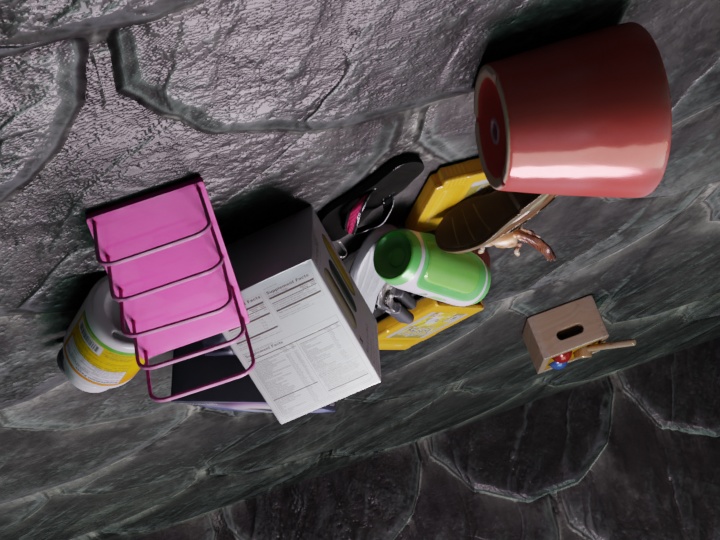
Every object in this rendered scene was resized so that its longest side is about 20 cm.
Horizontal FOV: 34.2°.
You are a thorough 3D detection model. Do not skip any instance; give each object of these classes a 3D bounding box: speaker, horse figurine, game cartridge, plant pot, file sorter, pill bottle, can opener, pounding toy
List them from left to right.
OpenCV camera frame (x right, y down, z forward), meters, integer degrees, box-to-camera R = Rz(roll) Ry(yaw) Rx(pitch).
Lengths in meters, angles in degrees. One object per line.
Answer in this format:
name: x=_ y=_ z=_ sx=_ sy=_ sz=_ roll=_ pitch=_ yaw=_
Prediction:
pill bottle: x=-0.333 y=0.091 z=1.560 sx=0.110 sy=0.112 sz=0.200 roll=-9 pitch=160 yaw=-32
file sorter: x=-0.209 y=0.027 z=1.324 sx=0.138 sy=0.126 sz=0.201 roll=-18 pitch=122 yaw=-6
can opener: x=0.044 y=0.048 z=1.994 sx=0.066 sy=0.054 sz=0.200 roll=9 pitch=170 yaw=16
game cartridge: x=0.109 y=0.099 z=2.194 sx=0.199 sy=0.033 sz=0.176 roll=-33 pitch=159 yaw=30
speaker: x=0.106 y=-0.003 z=1.706 sx=0.088 sy=0.089 sz=0.199 roll=-31 pitch=151 yaw=30
game cartridge: x=0.175 y=-0.115 z=1.659 sx=0.199 sy=0.033 sz=0.176 roll=-16 pitch=162 yaw=-17
horse figurine: x=0.195 y=-0.050 z=1.775 sx=0.199 sy=0.050 sz=0.132 roll=4 pitch=170 yaw=26
plant pot: x=0.230 y=-0.170 z=1.321 sx=0.176 sy=0.202 sz=0.201 roll=-8 pitch=161 yaw=-9
pounding toy: x=0.485 y=0.153 z=2.621 sx=0.199 sy=0.143 sz=0.184 roll=-20 pitch=163 yaw=-3

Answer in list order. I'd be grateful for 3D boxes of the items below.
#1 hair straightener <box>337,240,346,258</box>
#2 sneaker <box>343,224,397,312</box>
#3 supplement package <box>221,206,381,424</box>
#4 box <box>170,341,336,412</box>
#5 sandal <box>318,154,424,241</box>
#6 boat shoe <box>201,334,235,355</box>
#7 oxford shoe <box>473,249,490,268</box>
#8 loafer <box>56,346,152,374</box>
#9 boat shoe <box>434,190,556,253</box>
hair straightener: x=-0.106 y=-0.013 z=1.624 sx=0.199 sy=0.041 sz=0.077 roll=-11 pitch=160 yaw=-24
sneaker: x=0.000 y=0.000 z=1.749 sx=0.073 sy=0.071 sz=0.201 roll=-3 pitch=135 yaw=-33
supplement package: x=-0.083 y=0.058 z=1.523 sx=0.150 sy=0.201 sz=0.152 roll=-24 pitch=-153 yaw=11
box: x=-0.163 y=0.158 z=1.837 sx=0.199 sy=0.124 sz=0.198 roll=-2 pitch=169 yaw=22
sandal: x=0.012 y=-0.083 z=1.543 sx=0.075 sy=0.045 sz=0.200 roll=-4 pitch=156 yaw=-44
boat shoe: x=-0.144 y=0.062 z=1.663 sx=0.199 sy=0.093 sz=0.075 roll=-9 pitch=-159 yaw=5
oxford shoe: x=0.151 y=-0.009 z=1.925 sx=0.074 sy=0.071 sz=0.200 roll=0 pitch=177 yaw=33
loafer: x=-0.341 y=0.115 z=1.702 sx=0.199 sy=0.072 sz=0.063 roll=-18 pitch=167 yaw=-19
boat shoe: x=0.198 y=-0.078 z=1.630 sx=0.199 sy=0.072 sz=0.068 roll=-29 pitch=158 yaw=28
